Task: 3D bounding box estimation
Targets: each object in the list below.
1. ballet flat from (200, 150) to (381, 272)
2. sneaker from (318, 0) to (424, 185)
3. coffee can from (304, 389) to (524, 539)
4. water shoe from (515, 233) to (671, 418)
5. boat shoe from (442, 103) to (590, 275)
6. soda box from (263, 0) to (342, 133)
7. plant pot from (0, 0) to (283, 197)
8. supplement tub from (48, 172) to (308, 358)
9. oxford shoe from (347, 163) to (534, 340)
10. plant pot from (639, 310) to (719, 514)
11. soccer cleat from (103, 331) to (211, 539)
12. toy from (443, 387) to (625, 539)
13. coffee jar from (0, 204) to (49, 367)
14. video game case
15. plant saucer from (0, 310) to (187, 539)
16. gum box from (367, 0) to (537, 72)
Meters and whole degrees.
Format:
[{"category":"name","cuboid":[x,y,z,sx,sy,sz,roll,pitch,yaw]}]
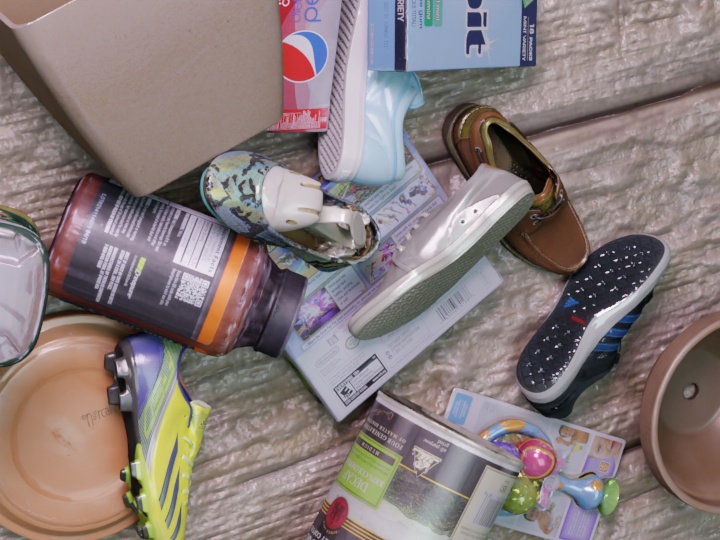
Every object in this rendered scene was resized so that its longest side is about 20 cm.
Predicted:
[{"category":"ballet flat","cuboid":[-0.046,-0.049,1.255,0.200,0.074,0.074,22,92,-58]},{"category":"sneaker","cuboid":[0.014,-0.167,1.339,0.082,0.074,0.200,9,84,-26]},{"category":"coffee can","cuboid":[0.036,0.226,1.400,0.146,0.146,0.200,27,89,-26]},{"category":"water shoe","cuboid":[0.221,0.050,1.499,0.200,0.071,0.079,-47,142,-10]},{"category":"boat shoe","cuboid":[0.149,-0.065,1.431,0.072,0.068,0.200,-48,116,-9]},{"category":"soda box","cuboid":[-0.056,-0.214,1.280,0.063,0.070,0.200,-5,121,-22]},{"category":"plant pot","cuboid":[-0.169,-0.176,1.212,0.200,0.200,0.177,-30,123,-15]},{"category":"supplement tub","cuboid":[-0.146,0.004,1.268,0.200,0.107,0.107,22,92,-6]},{"category":"oxford shoe","cuboid":[0.062,-0.017,1.364,0.200,0.075,0.058,-43,72,-2]},{"category":"plant pot","cuboid":[0.346,0.129,1.544,0.201,0.093,0.201,-5,102,-22]},{"category":"soccer cleat","cuboid":[-0.158,0.146,1.311,0.084,0.065,0.200,-12,105,-23]},{"category":"toy","cuboid":[0.162,0.194,1.502,0.200,0.047,0.115,18,91,-26]},{"category":"coffee jar","cuboid":[-0.281,0.006,1.187,0.085,0.200,0.104,9,94,-14]},{"category":"video game case","cuboid":[0.000,0.000,1.393,0.200,0.045,0.181,-40,113,-11]},{"category":"plant saucer","cuboid":[-0.237,0.134,1.326,0.200,0.032,0.201,-5,103,-23]},{"category":"gum box","cuboid":[0.081,-0.254,1.324,0.200,0.045,0.170,-12,105,-51]}]
